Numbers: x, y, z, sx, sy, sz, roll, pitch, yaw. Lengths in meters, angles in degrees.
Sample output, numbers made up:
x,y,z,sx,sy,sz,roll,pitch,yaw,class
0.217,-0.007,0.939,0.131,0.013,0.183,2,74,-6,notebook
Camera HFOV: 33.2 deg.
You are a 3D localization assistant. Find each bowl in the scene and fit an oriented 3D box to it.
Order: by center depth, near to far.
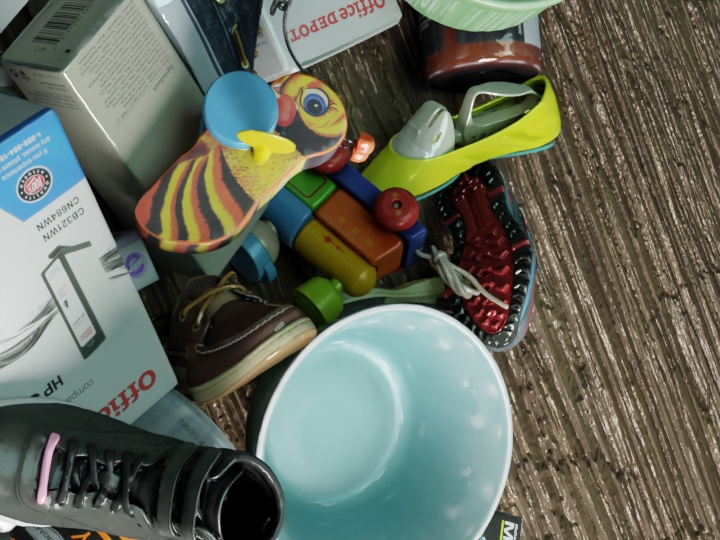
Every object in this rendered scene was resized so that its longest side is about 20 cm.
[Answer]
x,y,z,sx,sy,sz,roll,pitch,yaw,class
-0.002,0.118,0.849,0.198,0.105,0.205,-3,97,-28,bowl

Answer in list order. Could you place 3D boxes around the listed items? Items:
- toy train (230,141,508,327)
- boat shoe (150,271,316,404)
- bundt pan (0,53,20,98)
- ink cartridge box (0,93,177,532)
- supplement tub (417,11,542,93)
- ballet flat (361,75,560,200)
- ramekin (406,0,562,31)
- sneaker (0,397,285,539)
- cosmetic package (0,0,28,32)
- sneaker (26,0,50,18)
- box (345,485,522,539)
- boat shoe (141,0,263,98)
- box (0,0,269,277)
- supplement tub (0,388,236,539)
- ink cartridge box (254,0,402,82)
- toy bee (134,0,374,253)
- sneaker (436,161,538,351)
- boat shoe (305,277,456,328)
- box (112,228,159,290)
x,y,z,sx,sy,sz,roll,pitch,yaw,class
0.000,0.000,0.894,0.199,0.085,0.116,40,69,15,toy train
-0.096,0.039,0.785,0.072,0.199,0.073,-30,95,-26,boat shoe
-0.290,-0.092,0.727,0.199,0.075,0.206,5,81,-37,bundt pan
-0.210,0.023,0.699,0.146,0.084,0.202,-41,127,-30,ink cartridge box
0.098,-0.262,1.036,0.106,0.106,0.204,-1,85,-38,supplement tub
0.080,-0.114,1.001,0.197,0.067,0.068,-21,130,-20,ballet flat
0.099,-0.285,0.934,0.196,0.098,0.204,1,83,-11,ramekin
-0.126,0.112,0.658,0.198,0.099,0.072,20,73,-33,sneaker
-0.215,-0.210,0.720,0.083,0.050,0.201,45,60,-26,cosmetic package
-0.187,-0.234,0.824,0.111,0.076,0.202,-34,108,-30,sneaker
0.037,0.274,0.953,0.191,0.047,0.203,23,70,-36,box
-0.094,-0.152,0.836,0.091,0.070,0.201,-52,150,-21,boat shoe
-0.143,-0.089,0.801,0.083,0.068,0.201,-55,139,-26,box
-0.171,0.174,0.754,0.200,0.122,0.123,-45,110,-33,supplement tub
-0.072,-0.251,0.908,0.145,0.083,0.203,-32,104,-43,ink cartridge box
-0.050,-0.085,0.760,0.108,0.131,0.202,32,99,-3,toy bee
0.122,-0.003,0.997,0.096,0.079,0.202,46,27,-33,sneaker
0.023,0.055,0.946,0.199,0.066,0.073,-14,128,-41,boat shoe
-0.223,0.031,0.784,0.199,0.038,0.042,-31,105,-37,box
